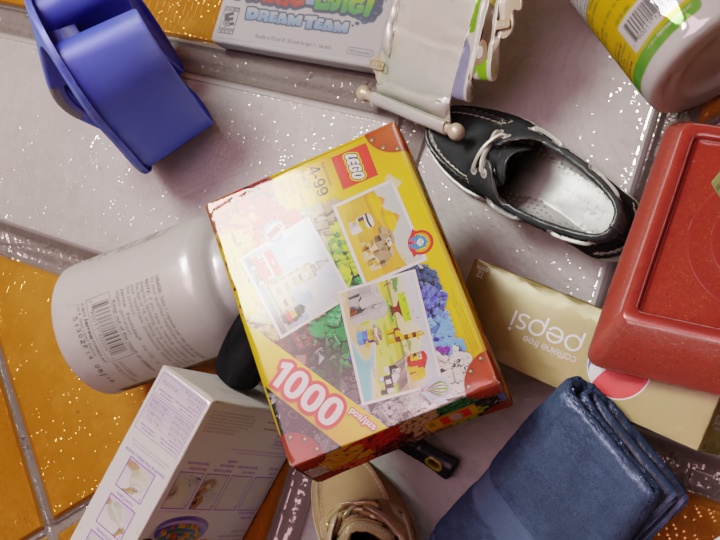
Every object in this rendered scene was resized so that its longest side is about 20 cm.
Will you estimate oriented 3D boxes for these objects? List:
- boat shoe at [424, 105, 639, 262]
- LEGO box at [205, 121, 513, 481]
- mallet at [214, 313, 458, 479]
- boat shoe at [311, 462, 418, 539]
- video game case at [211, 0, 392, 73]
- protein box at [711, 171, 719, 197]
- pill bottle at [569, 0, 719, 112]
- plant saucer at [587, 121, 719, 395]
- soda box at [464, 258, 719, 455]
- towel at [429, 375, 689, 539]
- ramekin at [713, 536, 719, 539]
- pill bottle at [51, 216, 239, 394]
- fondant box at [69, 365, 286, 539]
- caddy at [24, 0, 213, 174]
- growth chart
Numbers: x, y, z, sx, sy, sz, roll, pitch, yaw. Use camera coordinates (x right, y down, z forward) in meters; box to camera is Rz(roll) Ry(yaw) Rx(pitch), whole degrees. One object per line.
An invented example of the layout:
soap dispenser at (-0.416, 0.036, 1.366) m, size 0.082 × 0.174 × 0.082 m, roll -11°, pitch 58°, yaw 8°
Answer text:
boat shoe at (0.121, -0.075, 0.912) m, size 0.200 × 0.060 × 0.076 m, roll 29°, pitch 94°, yaw 30°
LEGO box at (-0.002, 0.024, 0.851) m, size 0.148 × 0.077 × 0.201 m, roll -23°, pitch 68°, yaw 6°
mallet at (-0.013, 0.089, 0.921) m, size 0.199 × 0.041 × 0.066 m, roll 25°, pitch 121°, yaw 7°
boat shoe at (0.008, 0.192, 0.878) m, size 0.071 × 0.065 × 0.200 m, roll -24°, pitch 40°, yaw -5°
video game case at (-0.020, -0.265, 1.048) m, size 0.199 × 0.024 × 0.183 m, roll 15°, pitch 86°, yaw 30°
protein box at (0.348, -0.030, 0.683) m, size 0.198 × 0.135 × 0.201 m, roll -22°, pitch 72°, yaw -15°
pill bottle at (0.198, -0.220, 0.873) m, size 0.111 × 0.111 × 0.200 m, roll -38°, pitch 65°, yaw 16°
plant saucer at (0.267, -0.012, 0.792) m, size 0.199 × 0.037 × 0.200 m, roll 13°, pitch 65°, yaw 25°
soda box at (0.162, 0.058, 0.859) m, size 0.199 × 0.068 × 0.064 m, roll 23°, pitch 91°, yaw 30°
towel at (0.124, 0.171, 0.834) m, size 0.112 × 0.048 × 0.200 m, roll 53°, pitch 129°, yaw 27°
ramekin at (0.278, 0.251, 0.741) m, size 0.200 × 0.098 × 0.201 m, roll -6°, pitch 78°, yaw 27°
pill bottle at (-0.139, 0.020, 0.999) m, size 0.199 × 0.114 × 0.115 m, roll -19°, pitch 71°, yaw 21°
fondant box at (-0.139, 0.179, 0.949) m, size 0.058 × 0.144 × 0.201 m, roll 29°, pitch 94°, yaw 29°
caddy at (-0.210, -0.166, 1.037) m, size 0.105 × 0.200 × 0.142 m, roll -30°, pitch 64°, yaw 2°
growth chart at (0.068, -0.198, 0.923) m, size 0.145 × 0.018 × 0.201 m, roll 37°, pitch 116°, yaw 43°
